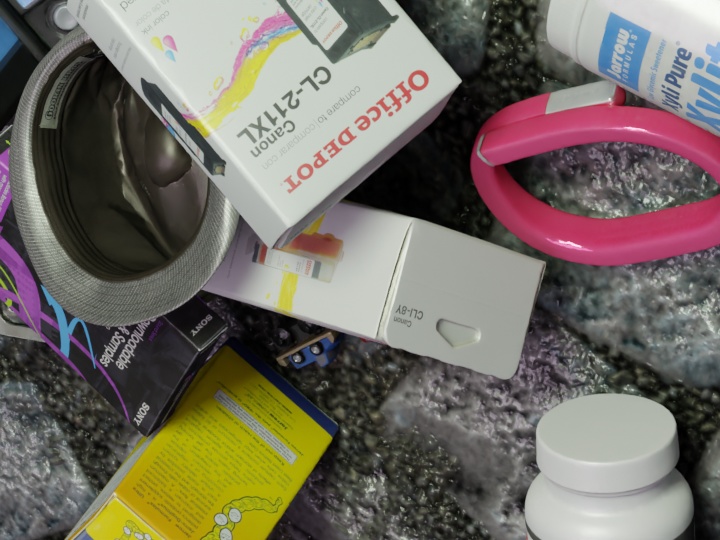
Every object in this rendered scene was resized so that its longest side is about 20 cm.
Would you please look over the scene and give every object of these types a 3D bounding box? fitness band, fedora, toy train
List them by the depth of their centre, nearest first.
[{"bbox_3d":[0.157,-0.057,1.613,0.199,0.038,0.144,-11,138,45],"label":"fitness band"},{"bbox_3d":[-0.135,-0.065,1.648,0.176,0.090,0.201,-25,78,26],"label":"fedora"},{"bbox_3d":[0.010,0.026,1.803,0.199,0.034,0.046,-25,112,39],"label":"toy train"}]

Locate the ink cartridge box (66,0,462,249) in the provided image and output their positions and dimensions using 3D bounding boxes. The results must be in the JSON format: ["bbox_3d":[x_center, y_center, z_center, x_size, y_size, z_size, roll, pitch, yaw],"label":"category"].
[{"bbox_3d":[-0.057,-0.137,1.544,0.200,0.146,0.083,49,166,1],"label":"ink cartridge box"}]

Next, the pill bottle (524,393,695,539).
[{"bbox_3d":[0.170,0.193,1.736,0.115,0.116,0.201,10,120,28],"label":"pill bottle"}]

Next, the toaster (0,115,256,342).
[{"bbox_3d":[-0.195,-0.045,1.839,0.199,0.119,0.182,9,120,28],"label":"toaster"}]

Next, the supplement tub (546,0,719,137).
[{"bbox_3d":[0.225,-0.145,1.505,0.199,0.132,0.132,28,127,17],"label":"supplement tub"}]

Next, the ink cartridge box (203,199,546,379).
[{"bbox_3d":[0.000,0.000,1.682,0.199,0.145,0.084,16,90,43],"label":"ink cartridge box"}]

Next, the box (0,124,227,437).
[{"bbox_3d":[-0.190,0.010,1.742,0.200,0.036,0.143,42,146,5],"label":"box"}]

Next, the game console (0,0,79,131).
[{"bbox_3d":[-0.253,-0.209,1.689,0.176,0.117,0.200,-35,112,14],"label":"game console"}]

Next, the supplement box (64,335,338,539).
[{"bbox_3d":[-0.119,0.163,1.843,0.109,0.200,0.109,41,131,-4],"label":"supplement box"}]
